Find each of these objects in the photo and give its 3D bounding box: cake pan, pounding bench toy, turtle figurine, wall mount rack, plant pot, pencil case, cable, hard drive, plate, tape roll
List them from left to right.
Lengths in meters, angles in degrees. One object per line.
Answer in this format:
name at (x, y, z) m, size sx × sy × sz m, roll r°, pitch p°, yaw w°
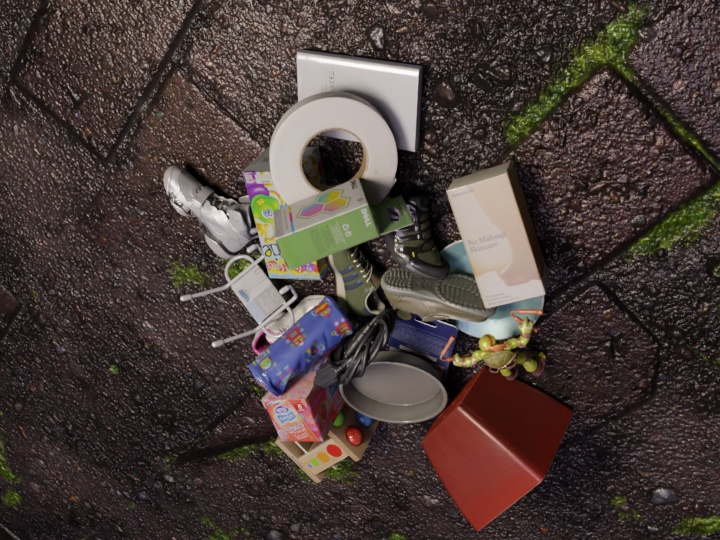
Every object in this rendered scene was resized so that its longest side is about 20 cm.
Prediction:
wall mount rack at (-0.216, 0.051, 1.414) m, size 0.200 × 0.173 × 0.075 m, roll 48°, pitch 174°, yaw 28°
pencil case at (-0.102, 0.134, 1.378) m, size 0.078 × 0.200 × 0.087 m, roll 44°, pitch 171°, yaw 35°
pounding bench toy at (-0.084, 0.288, 1.553) m, size 0.200 × 0.124 × 0.156 m, roll 46°, pitch 128°, yaw -9°
tape roll at (-0.041, -0.171, 1.202) m, size 0.200 × 0.037 × 0.205 m, roll -4°, pitch 117°, yaw -7°
hard drive at (-0.003, -0.266, 1.218) m, size 0.198 × 0.025 × 0.133 m, roll 13°, pitch 125°, yaw 17°
cable at (0.004, 0.133, 1.344) m, size 0.051 × 0.163 × 0.200 m, roll 48°, pitch 141°, yaw -3°
cake pan at (0.061, 0.212, 1.425) m, size 0.198 × 0.037 × 0.201 m, roll 6°, pitch 140°, yaw 5°
plate at (0.212, 0.029, 1.314) m, size 0.198 × 0.026 × 0.202 m, roll 11°, pitch 124°, yaw 17°
plant pot at (0.227, 0.296, 1.386) m, size 0.176 × 0.200 × 0.201 m, roll 41°, pitch 129°, yaw 6°
turtle figurine at (0.246, 0.137, 1.301) m, size 0.199 × 0.065 × 0.161 m, roll -32°, pitch 140°, yaw 27°

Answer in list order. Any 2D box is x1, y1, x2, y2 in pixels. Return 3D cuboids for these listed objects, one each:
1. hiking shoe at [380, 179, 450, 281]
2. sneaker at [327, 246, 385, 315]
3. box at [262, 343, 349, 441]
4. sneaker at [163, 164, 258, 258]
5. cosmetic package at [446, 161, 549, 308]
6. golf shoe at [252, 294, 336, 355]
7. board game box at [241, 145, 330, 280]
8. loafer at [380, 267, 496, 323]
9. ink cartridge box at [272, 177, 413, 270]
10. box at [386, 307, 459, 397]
hiking shoe at (0.084, -0.073, 1.265) m, size 0.200 × 0.076 × 0.101 m, roll 47°, pitch 125°, yaw 1°
sneaker at (0.000, 0.000, 1.365) m, size 0.089 × 0.067 × 0.202 m, roll 9°, pitch 131°, yaw 21°
box at (-0.086, 0.214, 1.457) m, size 0.094 × 0.200 × 0.103 m, roll -6°, pitch 118°, yaw 28°
sneaker at (-0.256, -0.120, 1.400) m, size 0.114 × 0.075 × 0.201 m, roll -22°, pitch 115°, yaw 33°
cosmetic package at (0.214, -0.054, 1.206) m, size 0.104 × 0.071 × 0.202 m, roll -16°, pitch 105°, yaw 24°
golf shoe at (-0.125, 0.110, 1.478) m, size 0.199 × 0.092 × 0.076 m, roll -26°, pitch 107°, yaw 33°
board game box at (-0.113, -0.097, 1.328) m, size 0.102 × 0.105 × 0.202 m, roll 2°, pitch 122°, yaw 22°
loafer at (0.131, 0.047, 1.310) m, size 0.198 × 0.076 × 0.070 m, roll 15°, pitch 139°, yaw 19°
ink cartridge box at (-0.029, -0.080, 1.170) m, size 0.198 × 0.104 × 0.060 m, roll -20°, pitch 119°, yaw 2°
box at (0.109, 0.141, 1.414) m, size 0.120 × 0.033 × 0.201 m, roll 20°, pitch 137°, yaw 12°
